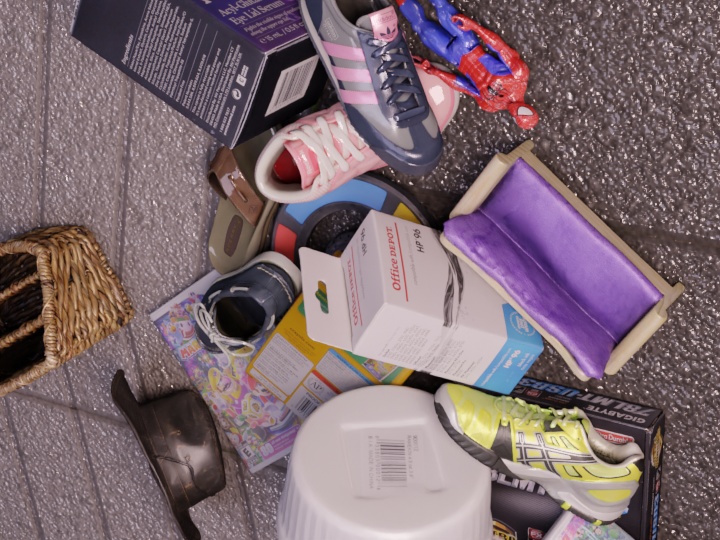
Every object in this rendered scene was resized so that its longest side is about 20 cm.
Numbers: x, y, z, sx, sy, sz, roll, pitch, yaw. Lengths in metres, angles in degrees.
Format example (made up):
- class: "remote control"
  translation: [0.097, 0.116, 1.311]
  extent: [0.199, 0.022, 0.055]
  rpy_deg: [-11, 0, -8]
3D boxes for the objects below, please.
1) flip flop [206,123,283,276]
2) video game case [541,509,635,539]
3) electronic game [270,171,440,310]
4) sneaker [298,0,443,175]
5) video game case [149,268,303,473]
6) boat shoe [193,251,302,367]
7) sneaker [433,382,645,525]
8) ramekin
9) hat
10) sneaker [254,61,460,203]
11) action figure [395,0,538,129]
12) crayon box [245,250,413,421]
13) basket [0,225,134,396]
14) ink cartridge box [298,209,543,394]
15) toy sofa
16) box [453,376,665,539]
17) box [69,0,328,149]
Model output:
- class: "flip flop"
  translation: [-0.120, -0.079, 1.551]
  extent: [0.081, 0.057, 0.201]
  rpy_deg: [42, 128, 34]
- class: "video game case"
  translation: [0.203, 0.334, 1.429]
  extent: [0.182, 0.200, 0.024]
  rpy_deg: [39, 170, 1]
- class: "electronic game"
  translation: [0.000, 0.000, 1.533]
  extent: [0.198, 0.042, 0.202]
  rpy_deg: [13, 118, 27]
- class: "sneaker"
  translation: [0.014, -0.177, 1.361]
  extent: [0.201, 0.070, 0.082]
  rpy_deg: [58, 152, 7]
- class: "video game case"
  translation: [-0.119, 0.099, 1.668]
  extent: [0.143, 0.018, 0.201]
  rpy_deg: [-32, 92, 38]
- class: "boat shoe"
  translation: [-0.120, 0.045, 1.570]
  extent: [0.075, 0.062, 0.200]
  rpy_deg: [48, 146, -10]
- class: "sneaker"
  translation: [0.157, 0.142, 1.409]
  extent: [0.199, 0.076, 0.077]
  rpy_deg: [27, 116, -10]
- class: "ramekin"
  translation: [0.024, 0.196, 1.440]
  extent: [0.199, 0.201, 0.098]
  rpy_deg: [24, 137, 21]
- class: "hat"
  translation: [-0.186, 0.183, 1.696]
  extent: [0.080, 0.201, 0.202]
  rpy_deg: [-26, 97, -2]
- class: "sneaker"
  translation: [-0.008, -0.115, 1.428]
  extent: [0.199, 0.105, 0.076]
  rpy_deg: [-24, 97, 22]
- class: "action figure"
  translation: [0.081, -0.196, 1.392]
  extent: [0.200, 0.052, 0.065]
  rpy_deg: [45, 122, 5]
- class: "crayon box"
  translation: [-0.013, 0.070, 1.519]
  extent: [0.125, 0.052, 0.200]
  rpy_deg: [40, 137, 1]
- class: "basket"
  translation: [-0.371, 0.045, 1.723]
  extent: [0.199, 0.149, 0.144]
  rpy_deg: [-24, 98, 38]
- class: "ink cartridge box"
  translation: [0.051, 0.023, 1.401]
  extent: [0.198, 0.117, 0.068]
  rpy_deg: [16, 131, -23]
- class: "toy sofa"
  translation: [0.171, -0.008, 1.385]
  extent: [0.200, 0.097, 0.083]
  rpy_deg: [45, 128, 9]
- class: "box"
  translation: [0.180, 0.204, 1.507]
  extent: [0.198, 0.050, 0.201]
  rpy_deg: [13, 118, 27]
- class: "box"
  translation: [-0.135, -0.221, 1.453]
  extent: [0.199, 0.148, 0.105]
  rpy_deg: [35, 125, 14]
